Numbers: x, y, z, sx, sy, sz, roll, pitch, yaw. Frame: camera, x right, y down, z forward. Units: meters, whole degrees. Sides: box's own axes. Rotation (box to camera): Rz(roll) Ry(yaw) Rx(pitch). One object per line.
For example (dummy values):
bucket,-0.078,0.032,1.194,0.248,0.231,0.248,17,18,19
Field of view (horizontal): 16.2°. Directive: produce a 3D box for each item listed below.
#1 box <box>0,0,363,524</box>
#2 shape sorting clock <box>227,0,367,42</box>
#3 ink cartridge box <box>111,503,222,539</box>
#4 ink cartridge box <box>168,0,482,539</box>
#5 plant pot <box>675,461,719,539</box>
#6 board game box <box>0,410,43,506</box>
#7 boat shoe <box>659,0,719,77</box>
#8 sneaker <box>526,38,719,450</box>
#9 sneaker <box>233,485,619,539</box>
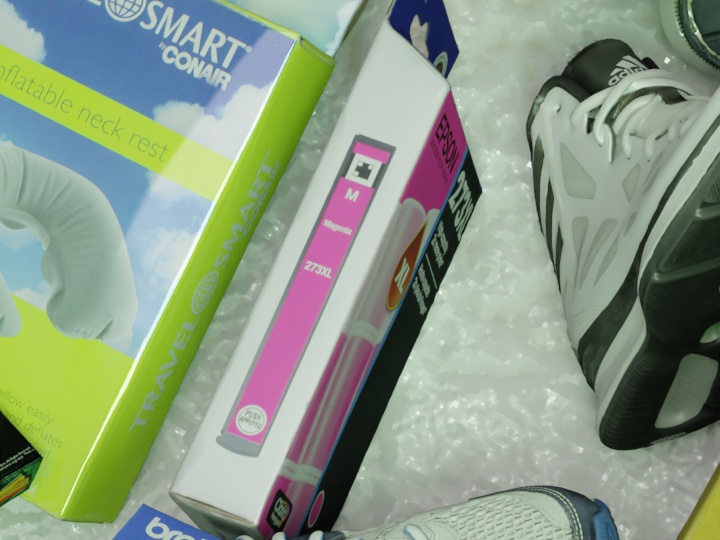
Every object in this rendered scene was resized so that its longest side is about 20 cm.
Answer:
box,-0.096,-0.030,0.854,0.122,0.048,0.200,26,90,17
shape sorting clock,-0.085,-0.136,0.913,0.199,0.039,0.201,-2,80,14
ink cartridge box,-0.039,0.166,0.722,0.094,0.200,0.044,23,42,16
ink cartridge box,0.000,0.000,0.821,0.037,0.095,0.201,18,75,15
plant pot,0.169,0.098,0.668,0.200,0.200,0.176,37,38,19
board game box,-0.204,0.071,0.764,0.105,0.023,0.200,47,49,15
boat shoe,0.173,-0.153,0.850,0.073,0.062,0.200,33,82,-13
sneaker,0.092,-0.039,0.771,0.075,0.201,0.116,-13,61,-21
sneaker,-0.015,0.113,0.750,0.200,0.085,0.077,-27,54,28
